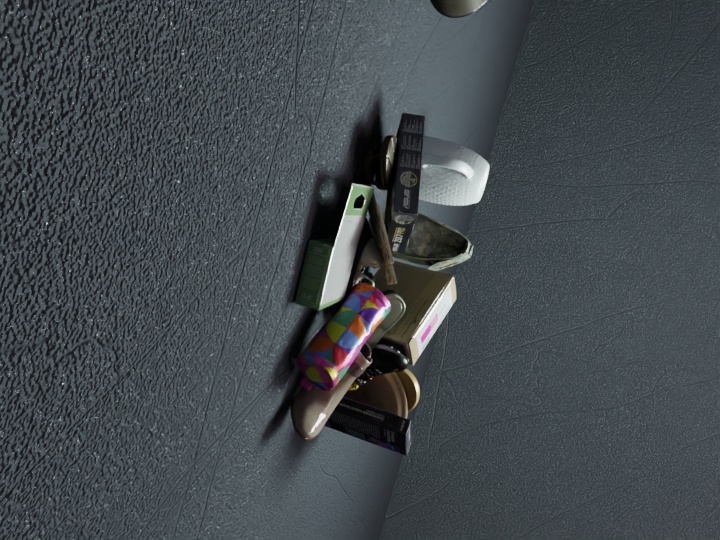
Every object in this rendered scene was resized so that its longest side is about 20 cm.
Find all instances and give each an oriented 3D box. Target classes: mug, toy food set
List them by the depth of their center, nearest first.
[{"bbox_3d":[0.027,0.254,1.446,0.049,0.198,0.201,-20,138,-44],"label":"toy food set"},{"bbox_3d":[0.198,-0.227,1.582,0.200,0.174,0.148,25,82,-77],"label":"mug"}]

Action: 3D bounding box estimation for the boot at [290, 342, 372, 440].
[{"bbox_3d":[-0.044,0.197,1.199,0.146,0.070,0.200,-41,-167,13],"label":"boot"}]

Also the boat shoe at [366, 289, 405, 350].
[{"bbox_3d":[0.000,0.107,1.308,0.199,0.074,0.066,-47,-158,14],"label":"boat shoe"}]

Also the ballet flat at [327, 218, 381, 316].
[{"bbox_3d":[0.000,0.000,1.273,0.068,0.068,0.201,26,81,-76],"label":"ballet flat"}]

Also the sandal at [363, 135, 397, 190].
[{"bbox_3d":[0.031,-0.188,1.223,0.200,0.054,0.082,180,-81,-88],"label":"sandal"}]

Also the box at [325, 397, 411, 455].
[{"bbox_3d":[0.003,0.299,1.357,0.143,0.199,0.036,84,28,-60],"label":"box"}]

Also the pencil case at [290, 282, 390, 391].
[{"bbox_3d":[-0.030,0.111,1.168,0.200,0.088,0.089,-49,156,-31],"label":"pencil case"}]

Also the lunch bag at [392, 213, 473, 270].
[{"bbox_3d":[0.159,-0.061,1.571,0.164,0.199,0.118,15,91,-78],"label":"lunch bag"}]

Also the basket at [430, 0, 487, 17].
[{"bbox_3d":[0.165,-0.556,1.158,0.181,0.135,0.200,-68,163,1],"label":"basket"}]

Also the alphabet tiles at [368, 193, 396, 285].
[{"bbox_3d":[0.035,-0.056,1.233,0.200,0.006,0.167,141,-66,-86],"label":"alphabet tiles"}]

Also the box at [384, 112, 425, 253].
[{"bbox_3d":[0.077,-0.154,1.244,0.161,0.049,0.201,109,-12,-67],"label":"box"}]

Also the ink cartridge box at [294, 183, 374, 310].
[{"bbox_3d":[-0.039,-0.044,1.104,0.145,0.048,0.201,-17,121,-75],"label":"ink cartridge box"}]

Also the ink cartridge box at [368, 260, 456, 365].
[{"bbox_3d":[0.079,0.080,1.404,0.200,0.164,0.075,-51,143,-34],"label":"ink cartridge box"}]

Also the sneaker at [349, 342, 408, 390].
[{"bbox_3d":[0.010,0.195,1.334,0.070,0.200,0.090,42,61,-31],"label":"sneaker"}]

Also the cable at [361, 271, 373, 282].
[{"bbox_3d":[0.019,0.056,1.523,0.098,0.050,0.200,-65,154,-3],"label":"cable"}]
